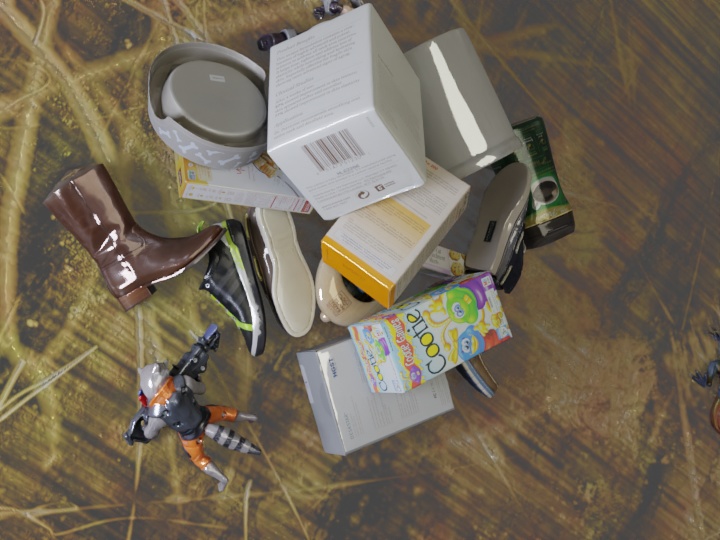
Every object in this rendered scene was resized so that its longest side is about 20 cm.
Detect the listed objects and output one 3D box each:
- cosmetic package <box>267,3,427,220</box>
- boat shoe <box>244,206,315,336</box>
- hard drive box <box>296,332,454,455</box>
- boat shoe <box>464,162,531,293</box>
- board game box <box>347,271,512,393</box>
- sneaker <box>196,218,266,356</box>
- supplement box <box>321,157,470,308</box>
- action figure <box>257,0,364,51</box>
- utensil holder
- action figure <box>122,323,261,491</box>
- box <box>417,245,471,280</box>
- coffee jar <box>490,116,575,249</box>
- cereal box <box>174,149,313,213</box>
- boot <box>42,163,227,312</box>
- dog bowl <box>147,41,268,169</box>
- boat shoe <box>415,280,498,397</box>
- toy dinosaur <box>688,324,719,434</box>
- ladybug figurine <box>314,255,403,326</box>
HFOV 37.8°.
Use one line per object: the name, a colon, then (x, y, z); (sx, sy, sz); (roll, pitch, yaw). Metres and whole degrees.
cosmetic package: (-0.018, -0.215, 1.436); (0.166, 0.165, 0.203); (47, 33, -46)
boat shoe: (-0.119, -0.003, 1.514); (0.071, 0.059, 0.204); (-18, 94, -37)
hard drive box: (0.024, 0.164, 1.560); (0.197, 0.076, 0.159); (-17, 93, -27)
boat shoe: (0.229, -0.062, 1.647); (0.093, 0.074, 0.203); (38, 72, -48)
board game box: (0.101, 0.088, 1.506); (0.198, 0.103, 0.107); (-24, 96, -26)
sneaker: (-0.186, 0.026, 1.487); (0.081, 0.072, 0.204); (-14, 91, -3)
supplement box: (0.050, -0.066, 1.493); (0.125, 0.074, 0.201); (34, 70, 15)
action figure: (-0.050, -0.346, 1.579); (0.197, 0.069, 0.132); (-21, 88, -30)
utensil holder: (0.131, -0.242, 1.601); (0.168, 0.169, 0.203); (-27, 92, -26)
action figure: (-0.216, 0.175, 1.428); (0.193, 0.104, 0.202); (39, 71, -28)
box: (0.132, -0.008, 1.608); (0.198, 0.038, 0.042); (17, 75, -50)
coffee jar: (0.275, -0.140, 1.709); (0.103, 0.085, 0.204); (-20, 93, -21)
cereal box: (-0.164, -0.157, 1.483); (0.196, 0.040, 0.146); (5, 52, -26)
boot: (-0.302, -0.075, 1.408); (0.185, 0.064, 0.202); (-34, 98, -5)
dog bowl: (-0.202, -0.224, 1.447); (0.197, 0.059, 0.203); (17, 46, -18)
boat shoe: (0.163, 0.105, 1.630); (0.072, 0.072, 0.201); (-38, 102, -8)
toy dinosaur: (0.669, 0.156, 1.908); (0.181, 0.104, 0.203); (-37, 139, -37)
ladybug figurine: (0.000, 0.000, 1.566); (0.200, 0.072, 0.136); (-46, 106, -23)
